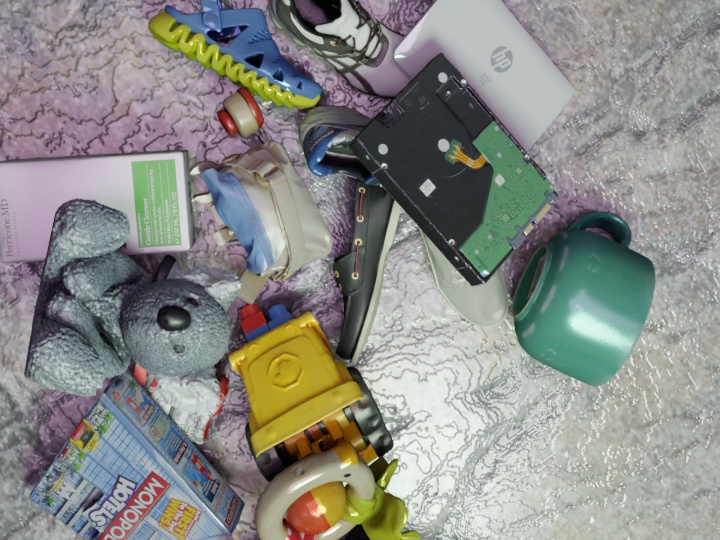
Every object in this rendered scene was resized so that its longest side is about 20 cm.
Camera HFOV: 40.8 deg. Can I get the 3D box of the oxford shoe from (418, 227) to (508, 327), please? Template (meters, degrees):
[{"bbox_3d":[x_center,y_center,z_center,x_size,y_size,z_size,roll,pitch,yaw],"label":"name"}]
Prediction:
[{"bbox_3d":[0.112,-0.016,1.075,0.074,0.058,0.202,-29,113,-5],"label":"oxford shoe"}]

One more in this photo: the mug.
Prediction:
[{"bbox_3d":[0.236,0.026,1.070,0.113,0.186,0.154,23,117,-4],"label":"mug"}]

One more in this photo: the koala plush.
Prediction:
[{"bbox_3d":[-0.219,0.048,0.956,0.196,0.183,0.181,11,73,-20],"label":"koala plush"}]

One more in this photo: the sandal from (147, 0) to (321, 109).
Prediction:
[{"bbox_3d":[-0.125,-0.244,1.038,0.198,0.079,0.088,30,88,-9],"label":"sandal"}]

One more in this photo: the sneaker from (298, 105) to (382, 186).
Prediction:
[{"bbox_3d":[0.031,-0.126,1.047,0.195,0.086,0.078,-3,132,1],"label":"sneaker"}]

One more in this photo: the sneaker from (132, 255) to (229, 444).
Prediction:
[{"bbox_3d":[-0.191,0.092,1.065,0.106,0.067,0.206,13,99,-2],"label":"sneaker"}]

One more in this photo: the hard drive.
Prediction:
[{"bbox_3d":[0.100,-0.104,1.006,0.200,0.038,0.140,46,73,-8],"label":"hard drive"}]

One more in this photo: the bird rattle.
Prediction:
[{"bbox_3d":[-0.048,0.242,0.978,0.197,0.114,0.165,-21,134,-2],"label":"bird rattle"}]

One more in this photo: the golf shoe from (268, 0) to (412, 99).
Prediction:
[{"bbox_3d":[-0.008,-0.246,1.038,0.197,0.094,0.079,25,92,-9],"label":"golf shoe"}]

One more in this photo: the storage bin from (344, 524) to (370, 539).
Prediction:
[{"bbox_3d":[0.057,0.385,1.081,0.198,0.135,0.095,34,92,-7],"label":"storage bin"}]

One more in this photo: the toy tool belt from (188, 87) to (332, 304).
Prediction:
[{"bbox_3d":[-0.124,-0.078,1.030,0.122,0.125,0.202,-31,97,-10],"label":"toy tool belt"}]

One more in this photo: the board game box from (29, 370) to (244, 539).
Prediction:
[{"bbox_3d":[-0.237,0.243,1.047,0.199,0.062,0.201,37,113,-6],"label":"board game box"}]

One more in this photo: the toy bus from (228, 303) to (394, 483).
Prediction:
[{"bbox_3d":[-0.066,0.129,1.049,0.134,0.201,0.194,-28,62,-3],"label":"toy bus"}]

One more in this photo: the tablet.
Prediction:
[{"bbox_3d":[0.139,-0.217,1.065,0.200,0.014,0.131,42,90,-26],"label":"tablet"}]

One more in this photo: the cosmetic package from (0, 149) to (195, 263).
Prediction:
[{"bbox_3d":[-0.280,-0.070,1.035,0.195,0.085,0.110,-6,99,-6],"label":"cosmetic package"}]

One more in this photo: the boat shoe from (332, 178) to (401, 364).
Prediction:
[{"bbox_3d":[0.000,0.000,1.075,0.062,0.074,0.206,12,92,1],"label":"boat shoe"}]
